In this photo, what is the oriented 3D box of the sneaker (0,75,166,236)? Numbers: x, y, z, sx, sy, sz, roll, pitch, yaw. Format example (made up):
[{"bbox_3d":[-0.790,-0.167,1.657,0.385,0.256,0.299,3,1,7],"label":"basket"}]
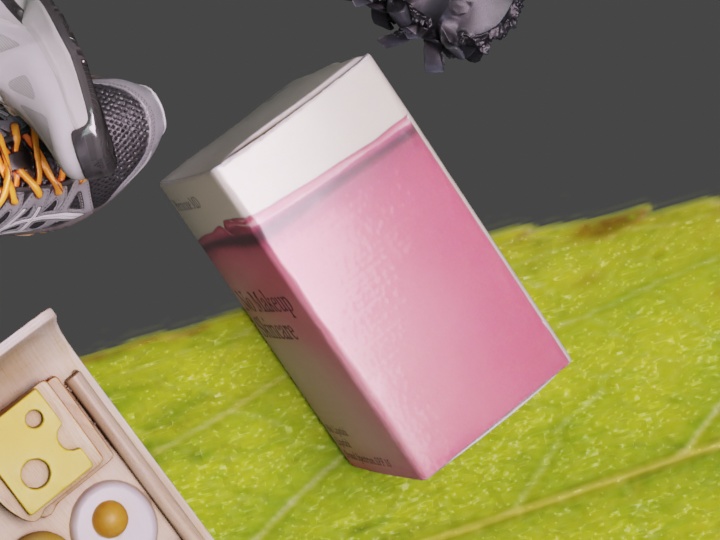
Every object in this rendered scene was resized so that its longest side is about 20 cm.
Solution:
[{"bbox_3d":[-0.190,-0.050,1.142,0.199,0.077,0.079,-23,95,-20],"label":"sneaker"}]

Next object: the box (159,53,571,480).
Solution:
[{"bbox_3d":[0.000,0.000,1.180,0.109,0.128,0.201,-37,100,-15],"label":"box"}]

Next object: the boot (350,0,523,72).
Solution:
[{"bbox_3d":[0.036,-0.225,1.228,0.162,0.073,0.199,25,87,-15],"label":"boot"}]

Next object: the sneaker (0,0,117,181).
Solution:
[{"bbox_3d":[-0.206,-0.102,1.110,0.115,0.076,0.201,-27,58,-11],"label":"sneaker"}]

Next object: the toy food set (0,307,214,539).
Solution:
[{"bbox_3d":[-0.162,0.140,1.155,0.143,0.060,0.200,-38,101,-16],"label":"toy food set"}]
